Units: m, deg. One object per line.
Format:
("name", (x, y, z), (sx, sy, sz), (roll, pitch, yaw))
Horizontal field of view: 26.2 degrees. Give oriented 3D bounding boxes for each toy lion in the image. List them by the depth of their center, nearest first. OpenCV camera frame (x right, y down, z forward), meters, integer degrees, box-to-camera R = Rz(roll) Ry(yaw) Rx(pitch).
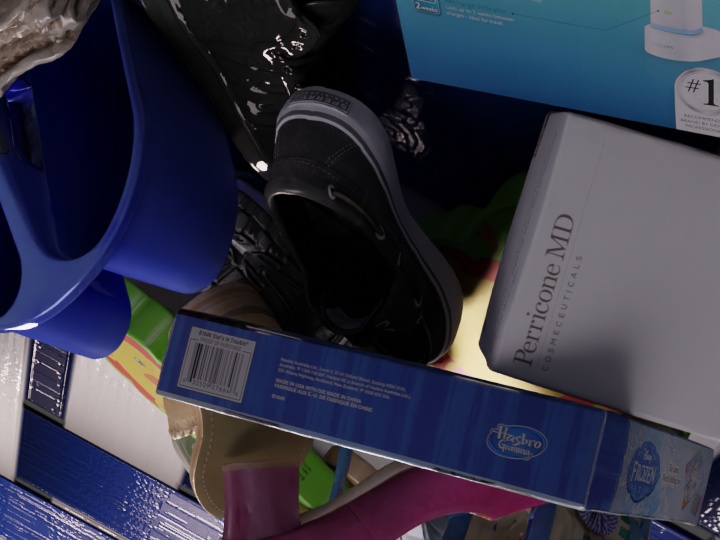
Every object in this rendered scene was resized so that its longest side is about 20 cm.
("toy lion", (0.098, 0.020, 0.802), (0.190, 0.069, 0.201), (26, 148, 20))
("toy lion", (-0.097, 0.084, 0.993), (0.191, 0.069, 0.201), (18, 150, 50))

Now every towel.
("towel", (-0.168, -0.134, 0.722), (0.199, 0.133, 0.034), (-9, 139, 46))

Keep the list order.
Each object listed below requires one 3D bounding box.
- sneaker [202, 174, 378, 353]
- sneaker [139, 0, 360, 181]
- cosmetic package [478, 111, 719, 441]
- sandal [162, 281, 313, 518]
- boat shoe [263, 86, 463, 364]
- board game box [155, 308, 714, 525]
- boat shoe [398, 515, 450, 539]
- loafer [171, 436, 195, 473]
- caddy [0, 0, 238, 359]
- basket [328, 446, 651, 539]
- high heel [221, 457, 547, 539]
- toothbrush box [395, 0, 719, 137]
("sneaker", (-0.031, 0.015, 0.873), (0.074, 0.079, 0.200), (-39, 104, 11))
("sneaker", (-0.033, -0.111, 0.715), (0.104, 0.060, 0.200), (-8, 132, 43))
("cosmetic package", (0.158, 0.013, 0.641), (0.198, 0.114, 0.081), (15, -174, -2))
("sandal", (-0.074, 0.053, 0.822), (0.070, 0.077, 0.212), (56, 164, 28))
("boat shoe", (0.000, 0.000, 0.748), (0.069, 0.067, 0.201), (9, 148, 20))
("board game box", (0.042, 0.069, 0.706), (0.198, 0.044, 0.199), (12, 174, 26))
("boat shoe", (0.053, 0.203, 1.065), (0.061, 0.072, 0.201), (6, 143, 28))
("loafer", (-0.057, 0.169, 1.103), (0.200, 0.070, 0.070), (44, 162, -4))
("caddy", (-0.145, -0.056, 0.746), (0.141, 0.201, 0.105), (-33, 142, 22))
("basket", (0.069, 0.162, 0.914), (0.198, 0.177, 0.139), (23, 137, -9))
("high heel", (0.021, 0.147, 0.831), (0.198, 0.097, 0.067), (-2, 173, -7))
("toothbrush box", (0.082, -0.155, 0.544), (0.145, 0.086, 0.201), (13, 145, 24))
